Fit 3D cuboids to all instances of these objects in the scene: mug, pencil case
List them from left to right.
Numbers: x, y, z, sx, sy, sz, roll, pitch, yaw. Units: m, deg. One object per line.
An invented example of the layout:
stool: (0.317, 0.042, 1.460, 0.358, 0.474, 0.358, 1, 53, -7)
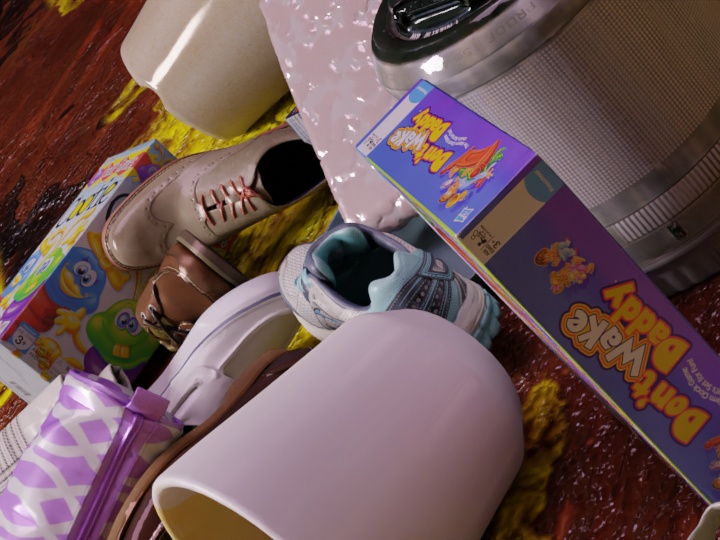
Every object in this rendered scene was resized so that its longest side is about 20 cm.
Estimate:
pencil case: (-0.172, 0.156, 0.912, 0.201, 0.084, 0.085, -68, 14, -6)
mug: (-0.009, 0.099, 0.795, 0.186, 0.150, 0.153, 7, 48, 51)

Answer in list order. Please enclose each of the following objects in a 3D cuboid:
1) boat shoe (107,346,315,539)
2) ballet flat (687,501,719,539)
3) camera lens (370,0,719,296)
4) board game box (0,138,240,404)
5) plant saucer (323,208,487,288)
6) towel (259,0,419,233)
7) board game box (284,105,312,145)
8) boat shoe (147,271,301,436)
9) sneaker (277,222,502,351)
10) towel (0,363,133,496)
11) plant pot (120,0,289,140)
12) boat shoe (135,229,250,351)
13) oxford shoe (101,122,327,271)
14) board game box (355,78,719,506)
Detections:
boat shoe: (-0.067, 0.117, 0.910, 0.070, 0.071, 0.200, 10, 48, 36)
ballet flat: (0.169, 0.088, 0.619, 0.067, 0.068, 0.200, 9, 57, 55)
camera lens: (0.116, -0.101, 0.826, 0.160, 0.200, 0.160, -35, 27, 21)
board game box: (-0.198, 0.011, 1.234, 0.200, 0.105, 0.103, -56, 21, -22)
plant saucer: (0.047, -0.031, 1.015, 0.200, 0.027, 0.200, -34, 32, 26)
towel: (0.041, -0.142, 0.997, 0.200, 0.032, 0.191, -33, 70, 29)
board game box: (0.041, -0.157, 1.155, 0.200, 0.062, 0.200, -22, 22, 46)
boat shoe: (-0.097, 0.091, 1.030, 0.200, 0.074, 0.065, -50, 52, 8)
sneaker: (0.000, 0.000, 0.925, 0.078, 0.086, 0.200, -57, 30, -11)
towel: (-0.196, 0.177, 0.987, 0.200, 0.035, 0.193, -39, 52, 11)
plant pot: (-0.104, -0.222, 1.383, 0.184, 0.200, 0.201, -49, 23, 19)
boat shoe: (-0.116, 0.025, 1.103, 0.068, 0.072, 0.200, -48, -2, -10)
oxford shoe: (-0.099, -0.060, 1.176, 0.200, 0.071, 0.075, -30, 11, -9)
board game box: (0.095, 0.014, 0.689, 0.045, 0.200, 0.134, -45, 25, 2)
